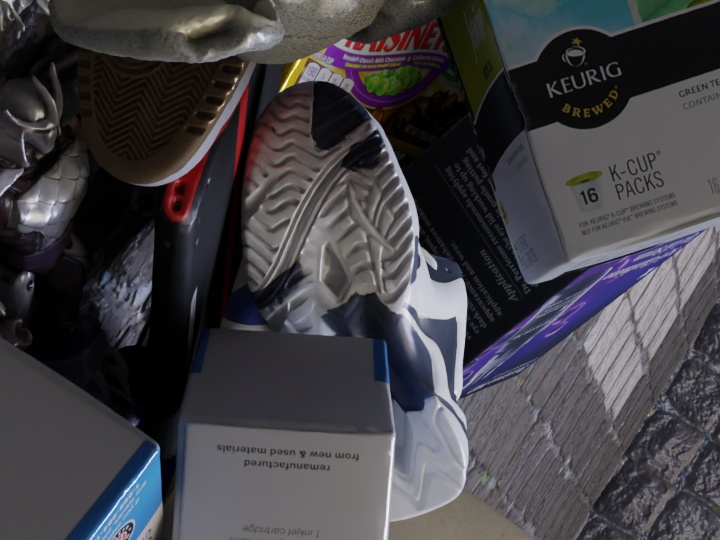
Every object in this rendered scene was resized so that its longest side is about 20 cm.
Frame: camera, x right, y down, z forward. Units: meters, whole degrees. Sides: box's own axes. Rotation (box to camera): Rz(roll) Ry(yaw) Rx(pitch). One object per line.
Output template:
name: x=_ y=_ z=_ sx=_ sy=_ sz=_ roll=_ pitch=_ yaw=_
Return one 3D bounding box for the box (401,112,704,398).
box: x=0.085 y=-0.022 z=1.166 sx=0.200 sy=0.104 sz=0.148 roll=-41 pitch=166 yaw=33

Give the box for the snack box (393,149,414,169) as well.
snack box: x=0.018 y=-0.056 z=1.277 sx=0.116 sy=0.037 sz=0.200 roll=-58 pitch=164 yaw=-5

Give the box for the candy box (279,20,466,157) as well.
candy box: x=0.020 y=-0.115 z=1.121 sx=0.200 sy=0.026 sz=0.102 roll=15 pitch=101 yaw=-61

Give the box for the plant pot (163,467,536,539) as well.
plant pot: x=-0.001 y=0.159 z=1.053 sx=0.187 sy=0.199 sz=0.188 roll=-163 pitch=-90 yaw=-90

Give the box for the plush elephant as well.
plush elephant: x=-0.044 y=-0.136 z=0.714 sx=0.165 sy=0.155 sz=0.200 roll=-33 pitch=149 yaw=-58

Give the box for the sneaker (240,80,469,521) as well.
sneaker: x=0.000 y=0.000 z=0.995 sx=0.079 sy=0.200 sz=0.130 roll=-21 pitch=-163 yaw=7

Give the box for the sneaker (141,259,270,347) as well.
sneaker: x=-0.036 y=0.025 z=1.114 sx=0.081 sy=0.115 sz=0.200 roll=-35 pitch=151 yaw=-54

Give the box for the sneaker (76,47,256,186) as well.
sneaker: x=-0.045 y=-0.125 z=0.850 sx=0.112 sy=0.071 sz=0.201 roll=16 pitch=91 yaw=-74

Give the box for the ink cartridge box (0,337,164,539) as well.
ink cartridge box: x=-0.169 y=0.127 z=0.829 sx=0.147 sy=0.144 sz=0.200 roll=-52 pitch=164 yaw=-28

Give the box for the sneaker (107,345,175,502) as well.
sneaker: x=-0.119 y=0.110 z=1.099 sx=0.100 sy=0.069 sz=0.200 roll=-56 pitch=167 yaw=-35

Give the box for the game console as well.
game console: x=-0.066 y=-0.037 z=0.948 sx=0.200 sy=0.031 sz=0.177 roll=100 pitch=5 yaw=-56

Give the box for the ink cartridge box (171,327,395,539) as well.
ink cartridge box: x=-0.035 y=0.137 z=0.884 sx=0.146 sy=0.086 sz=0.201 roll=-93 pitch=-175 yaw=-77

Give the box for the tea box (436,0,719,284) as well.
tea box: x=0.098 y=-0.109 z=0.820 sx=0.133 sy=0.197 sz=0.200 roll=-19 pitch=178 yaw=-1

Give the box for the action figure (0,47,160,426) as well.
action figure: x=-0.128 y=-0.003 z=0.870 sx=0.130 sy=0.069 sz=0.200 roll=-41 pitch=153 yaw=-37
